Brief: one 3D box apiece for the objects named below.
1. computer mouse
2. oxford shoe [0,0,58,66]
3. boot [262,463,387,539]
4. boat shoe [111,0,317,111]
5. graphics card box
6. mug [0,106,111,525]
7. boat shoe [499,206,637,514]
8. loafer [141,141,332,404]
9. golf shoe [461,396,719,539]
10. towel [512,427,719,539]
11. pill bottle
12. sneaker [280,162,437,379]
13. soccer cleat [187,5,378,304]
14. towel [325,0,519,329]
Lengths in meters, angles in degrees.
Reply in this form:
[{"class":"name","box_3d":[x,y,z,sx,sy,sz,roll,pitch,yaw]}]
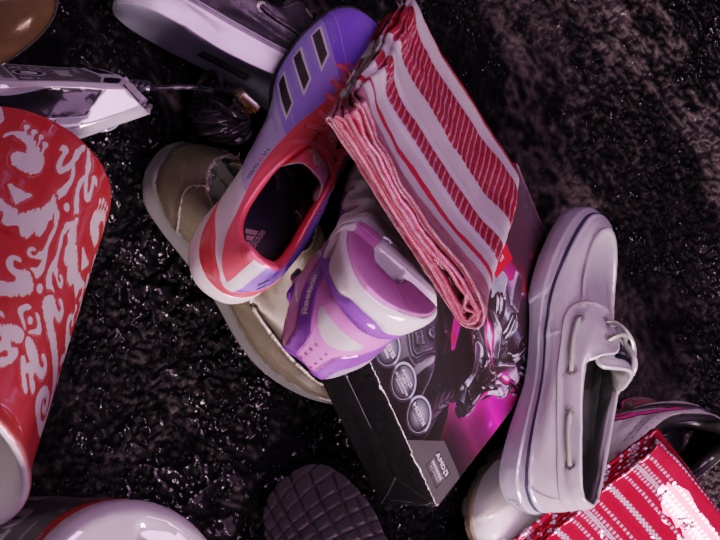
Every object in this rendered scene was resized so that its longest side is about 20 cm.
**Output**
[{"class":"computer mouse","box_3d":[-0.160,-0.092,1.181,0.199,0.110,0.044,1,105,-19]},{"class":"oxford shoe","box_3d":[-0.239,-0.112,1.063,0.199,0.084,0.073,-26,112,-25]},{"class":"boot","box_3d":[0.013,0.221,1.248,0.070,0.200,0.132,-30,146,-6]},{"class":"boat shoe","box_3d":[-0.057,-0.144,1.259,0.199,0.070,0.067,26,73,-19]},{"class":"graphics card box","box_3d":[0.056,0.037,1.277,0.200,0.051,0.126,-46,122,-40]},{"class":"mug","box_3d":[-0.221,0.005,1.068,0.177,0.133,0.201,44,41,-28]},{"class":"boat shoe","box_3d":[0.144,0.058,1.293,0.073,0.066,0.201,25,72,-50]},{"class":"loafer","box_3d":[-0.051,0.004,1.240,0.200,0.070,0.075,47,64,-19]},{"class":"golf shoe","box_3d":[0.156,0.130,1.342,0.199,0.092,0.073,-23,97,-30]},{"class":"towel","box_3d":[0.151,0.213,1.314,0.200,0.022,0.145,-39,113,1]},{"class":"pill bottle","box_3d":[-0.161,0.176,1.076,0.113,0.200,0.115,4,83,-31]},{"class":"sneaker","box_3d":[0.000,0.000,1.171,0.080,0.089,0.200,40,24,-6]},{"class":"soccer cleat","box_3d":[-0.029,-0.071,1.181,0.068,0.073,0.201,36,67,-18]},{"class":"towel","box_3d":[0.045,-0.068,1.179,0.144,0.023,0.200,57,23,-16]}]
